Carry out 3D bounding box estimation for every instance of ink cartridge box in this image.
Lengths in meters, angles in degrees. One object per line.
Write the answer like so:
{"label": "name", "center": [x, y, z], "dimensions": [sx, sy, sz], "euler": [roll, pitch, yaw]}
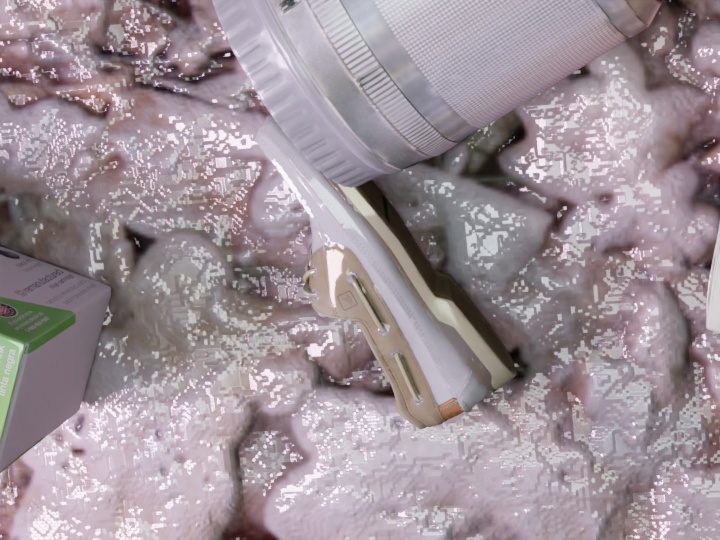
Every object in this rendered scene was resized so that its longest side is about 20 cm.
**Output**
{"label": "ink cartridge box", "center": [-0.262, 0.029, 1.110], "dimensions": [0.198, 0.146, 0.085], "euler": [19, 105, 7]}

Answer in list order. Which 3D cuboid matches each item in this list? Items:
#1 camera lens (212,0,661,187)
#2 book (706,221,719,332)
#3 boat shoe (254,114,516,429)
{"label": "camera lens", "center": [0.042, -0.154, 1.000], "dimensions": [0.199, 0.160, 0.161], "euler": [-31, 94, 16]}
{"label": "book", "center": [0.200, -0.052, 0.967], "dimensions": [0.048, 0.200, 0.135], "euler": [15, 105, 8]}
{"label": "boat shoe", "center": [0.000, 0.000, 1.086], "dimensions": [0.068, 0.075, 0.200], "euler": [-38, 93, 11]}
